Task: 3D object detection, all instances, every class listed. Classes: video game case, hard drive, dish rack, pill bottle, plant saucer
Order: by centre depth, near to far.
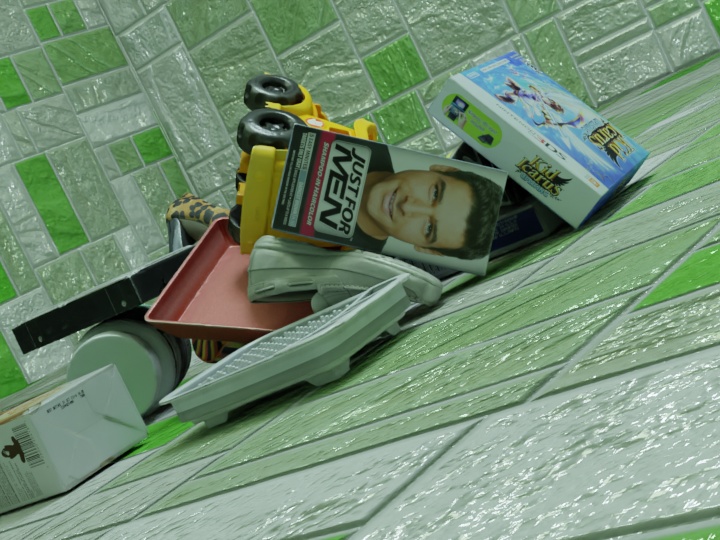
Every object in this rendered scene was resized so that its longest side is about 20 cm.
[{"bbox_3d":[-0.055,0.073,1.122,0.200,0.044,0.172,-23,6,32],"label":"dish rack"},{"bbox_3d":[0.181,-0.135,1.309,0.045,0.181,0.200,-55,-10,28],"label":"video game case"},{"bbox_3d":[-0.085,0.015,1.329,0.199,0.037,0.200,3,32,17],"label":"plant saucer"},{"bbox_3d":[-0.267,0.028,1.450,0.200,0.038,0.140,-22,4,36],"label":"hard drive"},{"bbox_3d":[-0.252,0.103,1.455,0.113,0.113,0.200,-26,4,3],"label":"pill bottle"}]

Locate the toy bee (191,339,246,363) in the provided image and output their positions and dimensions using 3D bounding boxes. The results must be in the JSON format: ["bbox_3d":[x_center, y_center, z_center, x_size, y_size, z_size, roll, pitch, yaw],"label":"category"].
[{"bbox_3d":[-0.127,0.045,1.456,0.131,0.109,0.200,-9,-43,-19],"label":"toy bee"}]

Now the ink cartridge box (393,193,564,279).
[{"bbox_3d":[0.153,-0.053,1.408,0.200,0.041,0.200,-23,5,37],"label":"ink cartridge box"}]

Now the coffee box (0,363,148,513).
[{"bbox_3d":[-0.311,0.167,1.246,0.200,0.080,0.114,-22,6,39],"label":"coffee box"}]

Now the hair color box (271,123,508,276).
[{"bbox_3d":[0.025,-0.064,1.226,0.200,0.099,0.061,12,1,-4],"label":"hair color box"}]

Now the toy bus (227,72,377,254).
[{"bbox_3d":[-0.034,-0.107,1.367,0.192,0.136,0.200,5,33,-5],"label":"toy bus"}]

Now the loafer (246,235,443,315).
[{"bbox_3d":[-0.017,0.016,1.223,0.200,0.070,0.070,9,-9,34],"label":"loafer"}]

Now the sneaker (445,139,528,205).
[{"bbox_3d":[0.125,-0.095,1.352,0.090,0.078,0.200,-23,-4,33],"label":"sneaker"}]

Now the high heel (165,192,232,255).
[{"bbox_3d":[-0.134,-0.069,1.534,0.200,0.071,0.143,-19,42,10],"label":"high heel"}]
